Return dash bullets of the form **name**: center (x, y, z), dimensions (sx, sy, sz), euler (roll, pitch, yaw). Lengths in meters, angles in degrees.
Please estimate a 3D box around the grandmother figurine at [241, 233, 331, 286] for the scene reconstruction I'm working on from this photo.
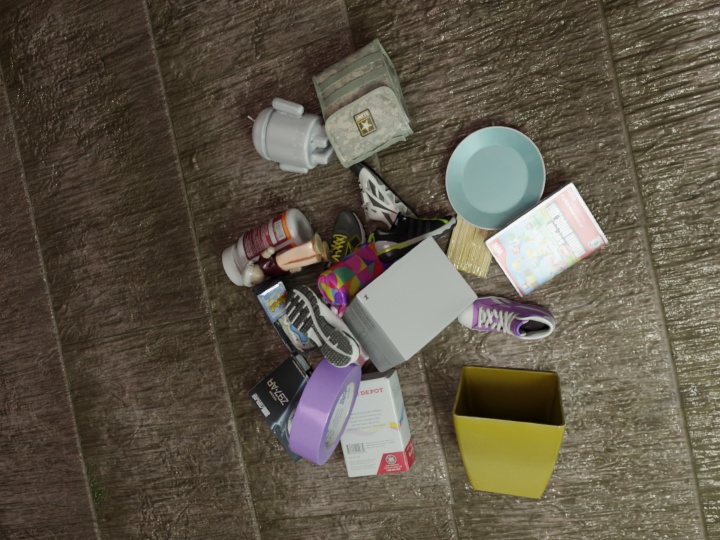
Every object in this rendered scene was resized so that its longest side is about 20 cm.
- **grandmother figurine**: center (-0.165, -0.016, 1.147), dimensions (0.196, 0.121, 0.062), euler (-21, 51, 17)

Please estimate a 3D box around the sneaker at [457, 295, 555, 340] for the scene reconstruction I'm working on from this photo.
- **sneaker**: center (0.285, 0.095, 1.096), dimensions (0.195, 0.114, 0.075), euler (1, 97, 18)

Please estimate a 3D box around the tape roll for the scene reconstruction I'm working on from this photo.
- **tape roll**: center (-0.066, 0.272, 1.087), dimensions (0.064, 0.200, 0.205), euler (18, 100, 14)

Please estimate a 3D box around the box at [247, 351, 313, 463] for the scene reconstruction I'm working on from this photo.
- **box**: center (-0.148, 0.316, 1.285), dimensions (0.159, 0.043, 0.202), euler (-39, 84, 16)

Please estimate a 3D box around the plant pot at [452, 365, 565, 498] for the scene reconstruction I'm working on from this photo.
- **plant pot**: center (0.289, 0.321, 1.082), dimensions (0.195, 0.200, 0.181), euler (1, 106, 17)

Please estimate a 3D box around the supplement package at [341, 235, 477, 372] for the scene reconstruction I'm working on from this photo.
- **supplement package**: center (0.087, 0.073, 1.072), dimensions (0.190, 0.200, 0.148), euler (-37, 84, -17)

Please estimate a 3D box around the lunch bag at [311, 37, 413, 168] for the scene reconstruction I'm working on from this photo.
- **lunch bag**: center (0.007, -0.328, 1.117), dimensions (0.161, 0.117, 0.205), euler (-23, 69, 18)

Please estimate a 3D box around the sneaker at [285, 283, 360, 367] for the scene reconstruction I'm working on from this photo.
- **sneaker**: center (-0.075, 0.109, 1.082), dimensions (0.074, 0.080, 0.201), euler (-44, 70, 10)

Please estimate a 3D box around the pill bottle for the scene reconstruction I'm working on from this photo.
- **pill bottle**: center (-0.206, -0.048, 1.235), dimensions (0.197, 0.109, 0.112), euler (-25, 88, 17)

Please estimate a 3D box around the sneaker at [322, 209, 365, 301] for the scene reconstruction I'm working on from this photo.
- **sneaker**: center (-0.039, -0.031, 1.185), dimensions (0.073, 0.084, 0.206), euler (-1, 86, 30)

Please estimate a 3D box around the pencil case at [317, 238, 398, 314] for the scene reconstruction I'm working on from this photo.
- **pencil case**: center (0.000, 0.000, 1.129), dimensions (0.088, 0.199, 0.090), euler (33, 145, 28)

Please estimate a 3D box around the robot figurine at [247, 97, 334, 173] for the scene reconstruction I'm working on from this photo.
- **robot figurine**: center (-0.151, -0.288, 1.193), dimensions (0.195, 0.114, 0.173), euler (14, 132, 16)

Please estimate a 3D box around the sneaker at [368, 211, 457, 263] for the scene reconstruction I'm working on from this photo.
- **sneaker**: center (0.107, -0.087, 1.111), dimensions (0.197, 0.072, 0.084), euler (-25, 87, -22)

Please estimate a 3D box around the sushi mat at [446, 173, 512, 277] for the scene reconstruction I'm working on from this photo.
- **sushi mat**: center (0.243, -0.093, 1.142), dimensions (0.094, 0.012, 0.205), euler (17, 99, 17)

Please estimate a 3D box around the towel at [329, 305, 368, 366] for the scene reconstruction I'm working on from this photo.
- **towel**: center (0.001, 0.104, 1.227), dimensions (0.146, 0.030, 0.201), euler (41, 105, 10)

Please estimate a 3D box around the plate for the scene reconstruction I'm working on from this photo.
- **plate**: center (0.269, -0.184, 1.107), dimensions (0.195, 0.026, 0.206), euler (2, 95, 17)

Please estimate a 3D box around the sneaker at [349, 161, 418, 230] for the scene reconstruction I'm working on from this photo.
- **sneaker**: center (0.026, -0.154, 1.172), dimensions (0.088, 0.074, 0.201), euler (-44, 82, 14)

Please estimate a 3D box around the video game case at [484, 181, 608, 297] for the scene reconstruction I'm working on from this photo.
- **video game case**: center (0.364, -0.058, 1.086), dimensions (0.198, 0.018, 0.144), euler (-35, 102, 17)

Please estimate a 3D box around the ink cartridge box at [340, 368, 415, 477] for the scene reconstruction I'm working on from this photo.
- **ink cartridge box**: center (0.028, 0.332, 1.211), dimensions (0.142, 0.083, 0.206), euler (-12, 91, 19)

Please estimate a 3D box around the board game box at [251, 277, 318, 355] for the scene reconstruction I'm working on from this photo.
- **board game box**: center (-0.167, 0.098, 1.189), dimensions (0.061, 0.200, 0.203), euler (-30, 85, -11)
